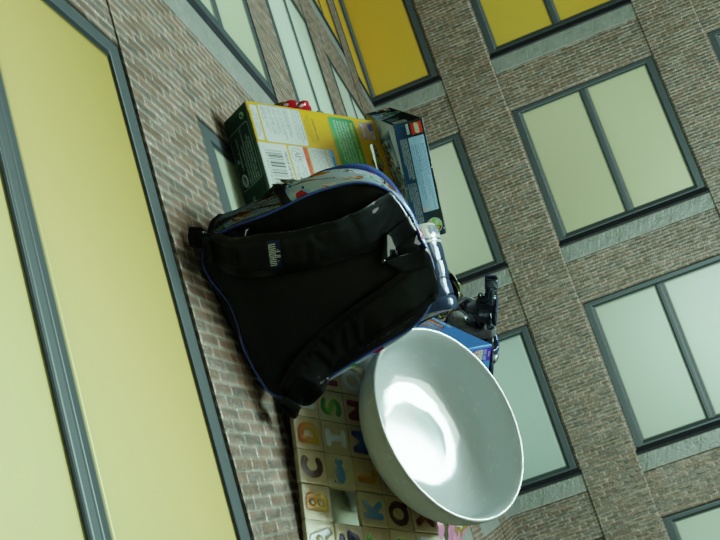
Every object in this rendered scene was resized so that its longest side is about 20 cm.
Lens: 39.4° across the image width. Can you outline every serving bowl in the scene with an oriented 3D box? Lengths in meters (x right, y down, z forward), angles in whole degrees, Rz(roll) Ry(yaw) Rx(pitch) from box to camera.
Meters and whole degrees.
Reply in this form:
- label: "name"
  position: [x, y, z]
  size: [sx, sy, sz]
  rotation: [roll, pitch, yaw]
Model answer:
- label: "serving bowl"
  position: [0.070, 0.160, 0.994]
  size: [0.198, 0.066, 0.202]
  rotation: [27, 45, -30]

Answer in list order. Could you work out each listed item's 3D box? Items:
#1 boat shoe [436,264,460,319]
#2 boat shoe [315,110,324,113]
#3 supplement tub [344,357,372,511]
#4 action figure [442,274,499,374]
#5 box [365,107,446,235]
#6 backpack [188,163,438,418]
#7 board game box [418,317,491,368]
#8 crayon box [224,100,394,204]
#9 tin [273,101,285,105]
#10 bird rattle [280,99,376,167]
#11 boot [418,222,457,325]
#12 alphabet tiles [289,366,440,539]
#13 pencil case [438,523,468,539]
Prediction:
- label: "boat shoe"
  position: [0.098, 0.031, 1.297]
  size: [0.201, 0.060, 0.073]
  rotation: [38, 60, -71]
- label: "boat shoe"
  position: [-0.063, -0.168, 1.511]
  size: [0.201, 0.067, 0.074]
  rotation: [-100, 167, -49]
- label: "supplement tub"
  position: [0.021, 0.148, 1.108]
  size: [0.132, 0.130, 0.203]
  rotation: [45, 25, -71]
- label: "action figure"
  position: [0.131, 0.095, 1.347]
  size: [0.194, 0.103, 0.202]
  rotation: [-66, 160, -48]
- label: "box"
  position: [0.053, -0.124, 1.242]
  size: [0.200, 0.037, 0.139]
  rotation: [-124, -160, -74]
- label: "backpack"
  position: [-0.029, -0.001, 0.914]
  size: [0.155, 0.188, 0.202]
  rotation: [-92, 159, -65]
- label: "board game box"
  position: [0.067, 0.131, 1.192]
  size: [0.199, 0.044, 0.155]
  rotation: [24, -66, 52]
- label: "crayon box"
  position: [-0.053, -0.119, 1.168]
  size: [0.198, 0.051, 0.127]
  rotation: [1, 65, -42]
- label: "tin"
  position: [-0.090, -0.142, 1.385]
  size: [0.112, 0.041, 0.202]
  rotation: [46, 26, -61]
- label: "bird rattle"
  position: [-0.048, -0.126, 1.296]
  size: [0.162, 0.112, 0.202]
  rotation: [-12, 74, -44]
- label: "boot"
  position: [-0.001, 0.027, 1.024]
  size: [0.073, 0.198, 0.092]
  rotation: [8, 64, -64]
- label: "alphabet tiles"
  position: [0.003, 0.183, 0.967]
  size: [0.166, 0.008, 0.202]
  rotation: [17, 50, -36]
- label: "pencil case"
  position: [0.095, 0.279, 1.170]
  size: [0.200, 0.082, 0.087]
  rotation: [-50, 149, -44]
